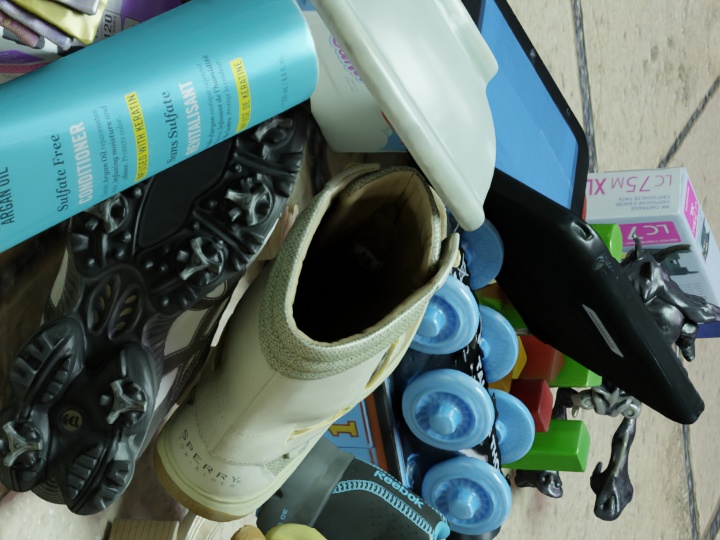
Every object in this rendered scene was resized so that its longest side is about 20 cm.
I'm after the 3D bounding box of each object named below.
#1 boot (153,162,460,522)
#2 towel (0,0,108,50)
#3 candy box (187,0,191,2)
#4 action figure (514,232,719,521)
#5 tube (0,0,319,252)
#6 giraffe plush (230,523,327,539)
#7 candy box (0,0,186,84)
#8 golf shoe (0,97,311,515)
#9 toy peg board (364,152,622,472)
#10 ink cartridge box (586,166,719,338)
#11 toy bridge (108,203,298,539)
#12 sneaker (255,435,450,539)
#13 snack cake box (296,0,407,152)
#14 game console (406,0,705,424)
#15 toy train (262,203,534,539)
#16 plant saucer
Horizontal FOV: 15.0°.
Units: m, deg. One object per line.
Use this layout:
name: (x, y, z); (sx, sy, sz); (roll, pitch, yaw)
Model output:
boot: (0.000, 0.000, 1.138); (0.200, 0.072, 0.155); (-52, 178, -38)
towel: (-0.141, -0.178, 0.879); (0.200, 0.023, 0.144); (34, 69, -31)
candy box: (-0.074, -0.156, 1.181); (0.117, 0.056, 0.201); (37, 55, -64)
action figure: (0.151, 0.049, 1.678); (0.102, 0.118, 0.201); (-104, -155, -57)
tube: (-0.108, -0.047, 0.977); (0.199, 0.050, 0.078); (-28, 132, -26)
giraffe plush: (-0.055, 0.198, 1.124); (0.163, 0.199, 0.172); (63, 21, 11)
candy box: (-0.132, -0.159, 0.999); (0.200, 0.071, 0.169); (10, 82, -69)
golf shoe: (-0.083, -0.003, 1.083); (0.201, 0.077, 0.094); (-59, 179, 6)
toy peg board: (0.073, 0.005, 1.519); (0.199, 0.097, 0.201); (61, 34, -53)
ink cartridge box: (0.168, 0.000, 1.742); (0.200, 0.119, 0.042); (55, 38, -58)
toy bridge: (-0.054, 0.047, 1.218); (0.027, 0.067, 0.201); (66, 31, -47)
sneaker: (-0.020, 0.170, 1.229); (0.073, 0.081, 0.201); (-52, 162, -52)
snack cake box: (0.017, -0.174, 1.409); (0.115, 0.067, 0.201); (64, 33, -52)
game console: (0.112, -0.041, 1.400); (0.117, 0.176, 0.200); (-51, 142, -9)
toy train: (0.017, 0.051, 1.342); (0.087, 0.113, 0.201); (-65, 149, -54)
plant saucer: (0.007, -0.111, 1.101); (0.201, 0.050, 0.200); (57, 2, -3)
